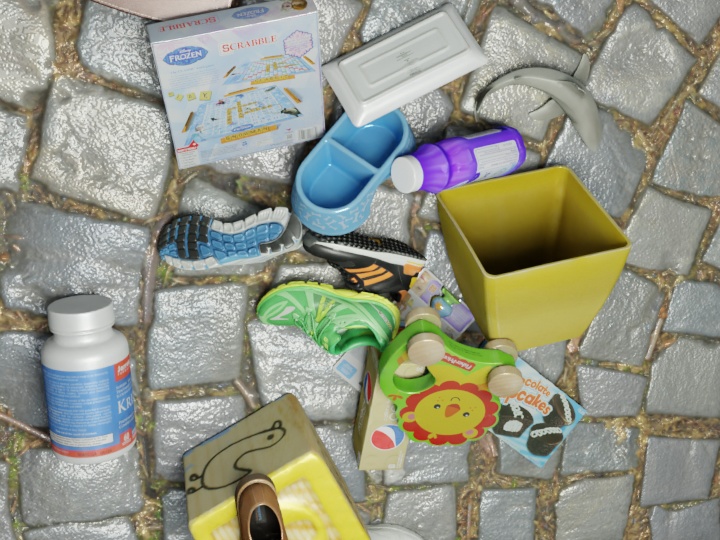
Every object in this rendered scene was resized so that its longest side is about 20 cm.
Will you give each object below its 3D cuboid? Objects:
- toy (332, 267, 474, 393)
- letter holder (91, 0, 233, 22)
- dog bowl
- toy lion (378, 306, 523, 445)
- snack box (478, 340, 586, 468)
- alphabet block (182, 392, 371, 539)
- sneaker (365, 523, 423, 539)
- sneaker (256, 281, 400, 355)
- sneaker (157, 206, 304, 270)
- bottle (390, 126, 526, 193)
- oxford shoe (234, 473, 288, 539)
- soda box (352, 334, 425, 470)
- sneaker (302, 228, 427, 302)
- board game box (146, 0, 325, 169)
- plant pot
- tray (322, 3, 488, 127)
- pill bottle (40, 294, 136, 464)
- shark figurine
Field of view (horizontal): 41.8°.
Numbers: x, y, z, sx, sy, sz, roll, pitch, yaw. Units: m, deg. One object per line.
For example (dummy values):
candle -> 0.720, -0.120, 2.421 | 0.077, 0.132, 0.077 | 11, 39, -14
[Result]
toy -> 0.069, 0.108, 1.358 | 0.115, 0.047, 0.200 | 41, 92, -18
letter holder -> -0.246, -0.374, 1.122 | 0.199, 0.101, 0.143 | 11, 104, -16
dog bowl -> -0.009, -0.140, 1.225 | 0.111, 0.050, 0.200 | 35, 74, 14
toy lion -> 0.107, 0.157, 1.252 | 0.199, 0.069, 0.192 | 23, 126, -22
snack box -> 0.235, 0.200, 1.430 | 0.200, 0.037, 0.116 | 37, 93, -20
alphabet block -> -0.115, 0.323, 1.291 | 0.195, 0.200, 0.197 | -31, 110, -4
sneaker -> 0.018, 0.427, 1.398 | 0.199, 0.116, 0.074 | 14, 100, -18
sneaker -> -0.048, 0.067, 1.272 | 0.199, 0.084, 0.074 | 5, 145, 10
sneaker -> -0.167, -0.033, 1.251 | 0.199, 0.087, 0.075 | -4, 78, 9
bottle -> 0.129, -0.143, 1.248 | 0.199, 0.083, 0.066 | -18, 90, -38
oxford shoe -> -0.114, 0.355, 1.158 | 0.071, 0.071, 0.201 | -16, 110, -10
soda box -> 0.038, 0.188, 1.331 | 0.067, 0.064, 0.201 | 2, 124, -12
sneaker -> 0.000, 0.000, 1.279 | 0.199, 0.070, 0.090 | 10, 109, -38
board game box -> -0.146, -0.229, 1.163 | 0.199, 0.041, 0.200 | -14, 142, -11
plant pot -> 0.227, -0.002, 1.290 | 0.199, 0.200, 0.177 | -12, 130, -10
tray -> 0.057, -0.274, 1.231 | 0.199, 0.022, 0.108 | -27, 72, -6
pill bottle -> -0.355, 0.139, 1.227 | 0.112, 0.112, 0.201 | -5, 107, -13
shark figurine -> 0.260, -0.245, 1.290 | 0.213, 0.089, 0.129 | 11, 101, -18
